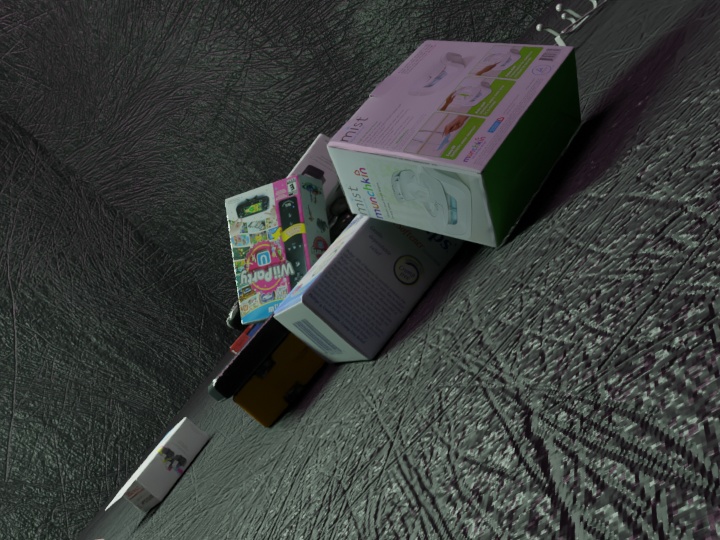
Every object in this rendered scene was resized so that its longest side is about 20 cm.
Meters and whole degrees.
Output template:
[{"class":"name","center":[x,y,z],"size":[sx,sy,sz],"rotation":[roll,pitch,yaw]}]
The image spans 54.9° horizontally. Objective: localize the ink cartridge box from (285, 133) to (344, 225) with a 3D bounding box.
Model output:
[{"class":"ink cartridge box","center":[-0.093,-0.114,1.219],"size":[0.200,0.083,0.145],"rotation":[-56,-8,-19]}]

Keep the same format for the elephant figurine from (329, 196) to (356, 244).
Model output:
[{"class":"elephant figurine","center":[-0.047,-0.018,1.192],"size":[0.200,0.155,0.141],"rotation":[-49,40,-3]}]

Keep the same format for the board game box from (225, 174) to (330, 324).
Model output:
[{"class":"board game box","center":[-0.121,-0.029,1.061],"size":[0.147,0.201,0.064],"rotation":[-14,-9,30]}]

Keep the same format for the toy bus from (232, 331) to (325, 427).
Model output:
[{"class":"toy bus","center":[-0.086,0.118,0.952],"size":[0.200,0.065,0.078],"rotation":[-49,4,-6]}]

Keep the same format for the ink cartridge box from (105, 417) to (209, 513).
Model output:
[{"class":"ink cartridge box","center":[-0.394,0.395,1.354],"size":[0.115,0.068,0.200],"rotation":[-42,8,46]}]

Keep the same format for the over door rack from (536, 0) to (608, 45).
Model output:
[{"class":"over door rack","center":[0.366,-0.440,1.254],"size":[0.200,0.067,0.148],"rotation":[-50,6,-20]}]

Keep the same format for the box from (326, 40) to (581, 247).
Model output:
[{"class":"box","center":[0.097,-0.139,0.696],"size":[0.176,0.097,0.200],"rotation":[15,53,35]}]

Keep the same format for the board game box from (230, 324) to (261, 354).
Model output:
[{"class":"board game box","center":[-0.122,0.090,1.203],"size":[0.200,0.103,0.019],"rotation":[-52,-14,-29]}]

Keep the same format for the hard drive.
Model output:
[{"class":"hard drive","center":[-0.153,0.118,0.960],"size":[0.140,0.033,0.200],"rotation":[-50,3,-18]}]

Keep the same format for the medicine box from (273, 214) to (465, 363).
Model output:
[{"class":"medicine box","center":[0.010,0.002,0.820],"size":[0.200,0.103,0.182],"rotation":[-51,7,-17]}]

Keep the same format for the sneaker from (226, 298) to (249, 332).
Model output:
[{"class":"sneaker","center":[-0.163,0.094,1.268],"size":[0.076,0.087,0.200],"rotation":[-62,-22,2]}]
